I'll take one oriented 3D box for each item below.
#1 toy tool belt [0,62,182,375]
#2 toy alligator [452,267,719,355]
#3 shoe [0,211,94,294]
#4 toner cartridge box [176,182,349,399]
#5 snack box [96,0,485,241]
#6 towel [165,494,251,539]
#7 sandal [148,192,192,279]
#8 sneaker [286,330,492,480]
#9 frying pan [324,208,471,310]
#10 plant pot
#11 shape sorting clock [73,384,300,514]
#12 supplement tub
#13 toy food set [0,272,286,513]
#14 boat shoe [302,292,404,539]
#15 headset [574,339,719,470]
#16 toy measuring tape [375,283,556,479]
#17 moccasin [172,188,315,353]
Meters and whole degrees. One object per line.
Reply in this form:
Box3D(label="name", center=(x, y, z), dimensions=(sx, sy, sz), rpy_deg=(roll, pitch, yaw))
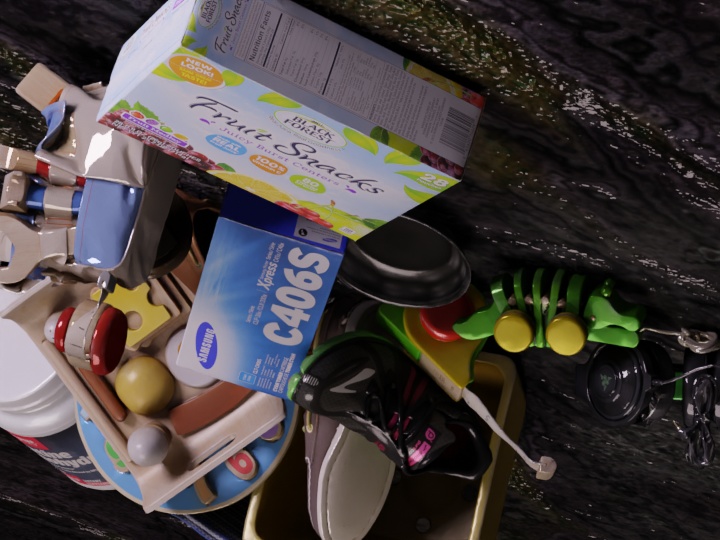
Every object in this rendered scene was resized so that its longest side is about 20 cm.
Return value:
Box3D(label="toy tool belt", center=(-0.200, -0.037, 1.545), dimensions=(0.122, 0.202, 0.125), rpy_deg=(12, 170, 14))
Box3D(label="toy alligator", center=(0.162, 0.026, 1.636), dimensions=(0.198, 0.059, 0.055), rpy_deg=(2, 112, 19))
Box3D(label="shoe", center=(-0.281, -0.011, 1.882), dimensions=(0.199, 0.054, 0.070), rpy_deg=(0, 153, 39))
Box3D(label="toner cartridge box", center=(-0.072, 0.015, 1.663), dimensions=(0.094, 0.043, 0.201), rpy_deg=(18, 144, -2))
Box3D(label="snack box", center=(-0.047, -0.103, 1.443), dimensions=(0.199, 0.068, 0.168), rpy_deg=(24, 159, -19))
Box3D(label="towel", center=(-0.105, 0.216, 1.951), dimensions=(0.144, 0.024, 0.200), rpy_deg=(33, -171, 12))
Box3D(label="sandal", center=(-0.189, -0.030, 1.672), dimensions=(0.199, 0.082, 0.055), rpy_deg=(18, 139, 44))
Box3D(label="sneaker", center=(0.030, 0.106, 1.714), dimensions=(0.199, 0.077, 0.084), rpy_deg=(22, -162, -38))
Box3D(label="frying pan", center=(0.016, 0.006, 1.674), dimensions=(0.114, 0.031, 0.190), rpy_deg=(22, 147, -5))
Box3D(label="plant pot", center=(0.037, 0.168, 1.908), dimensions=(0.194, 0.196, 0.200), rpy_deg=(11, 170, 16))
Box3D(label="shape sorting clock", center=(-0.144, 0.098, 1.851), dimensions=(0.198, 0.202, 0.039), rpy_deg=(9, 175, 20))
Box3D(label="supplement tub", center=(-0.256, 0.099, 2.019), dimensions=(0.139, 0.141, 0.200), rpy_deg=(6, 157, 28))
Box3D(label="toy food set", center=(-0.172, 0.073, 1.791), dimensions=(0.201, 0.143, 0.060), rpy_deg=(54, -169, -6))
Box3D(label="boat shoe", center=(-0.013, 0.117, 1.784), dimensions=(0.071, 0.202, 0.059), rpy_deg=(-2, -166, -40))
Box3D(label="headset", center=(0.227, 0.097, 1.664), dimensions=(0.122, 0.095, 0.200), rpy_deg=(3, 176, -8))
Box3D(label="toy measuring tape", center=(0.091, 0.066, 1.708), dimensions=(0.200, 0.074, 0.074), rpy_deg=(44, 162, 10))
Box3D(label="moccasin", center=(-0.084, 0.003, 1.747), dimensions=(0.077, 0.074, 0.202), rpy_deg=(9, 149, 44))
